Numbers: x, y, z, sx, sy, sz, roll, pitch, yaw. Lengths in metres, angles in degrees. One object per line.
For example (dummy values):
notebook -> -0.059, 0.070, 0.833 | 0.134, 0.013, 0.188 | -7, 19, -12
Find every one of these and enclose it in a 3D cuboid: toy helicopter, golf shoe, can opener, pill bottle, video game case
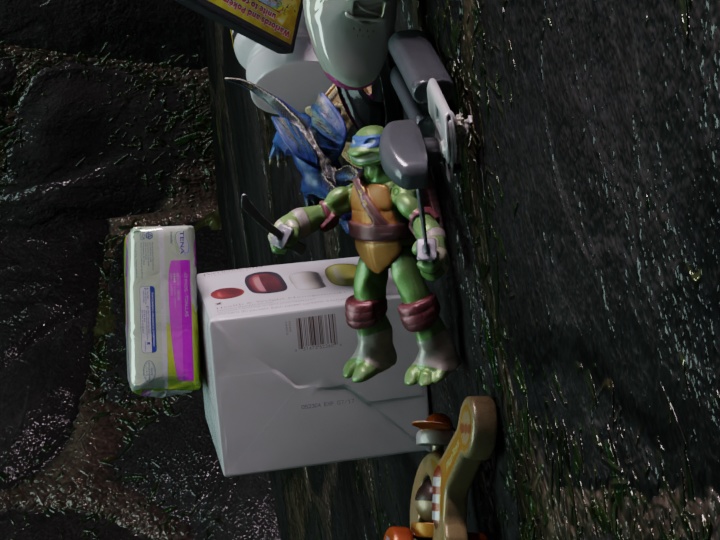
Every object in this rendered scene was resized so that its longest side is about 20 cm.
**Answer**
toy helicopter -> 0.071, 0.152, 1.516 | 0.201, 0.078, 0.133 | 110, 162, -52
golf shoe -> 0.003, -0.236, 1.504 | 0.091, 0.075, 0.202 | -153, 65, -69
can opener -> 0.041, -0.122, 1.442 | 0.200, 0.066, 0.053 | -100, 7, -62
pill bottle -> -0.080, -0.268, 2.023 | 0.115, 0.113, 0.202 | 96, 165, -61
video game case -> -0.116, -0.322, 1.855 | 0.025, 0.199, 0.183 | 3, 77, 41

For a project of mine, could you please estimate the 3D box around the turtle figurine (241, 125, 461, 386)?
turtle figurine -> 0.000, 0.000, 1.519 | 0.200, 0.142, 0.196 | -83, -19, -70

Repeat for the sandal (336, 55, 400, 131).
sandal -> 0.007, -0.137, 1.722 | 0.075, 0.047, 0.203 | -139, 41, -79

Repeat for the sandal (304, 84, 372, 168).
sandal -> -0.018, -0.161, 1.811 | 0.078, 0.069, 0.214 | 176, 87, -83

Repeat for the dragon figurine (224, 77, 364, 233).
dragon figurine -> -0.044, -0.114, 1.743 | 0.201, 0.058, 0.100 | 59, 164, 13

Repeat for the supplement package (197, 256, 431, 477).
supplement package -> -0.049, 0.082, 1.820 | 0.200, 0.189, 0.149 | -131, 36, -76

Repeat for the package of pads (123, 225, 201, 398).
package of pads -> -0.185, 0.040, 1.847 | 0.200, 0.067, 0.156 | 177, 91, -83
